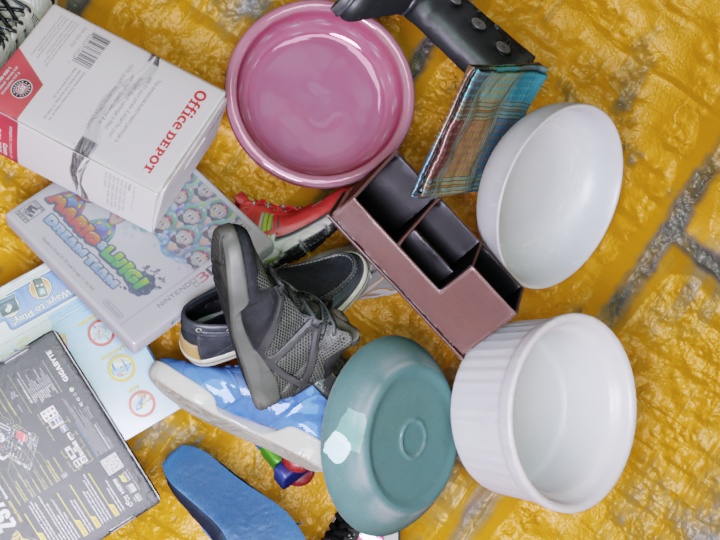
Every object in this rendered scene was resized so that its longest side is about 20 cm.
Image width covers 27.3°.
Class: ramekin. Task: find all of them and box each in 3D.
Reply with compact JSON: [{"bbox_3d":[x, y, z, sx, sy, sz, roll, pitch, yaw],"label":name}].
[{"bbox_3d":[0.184,0.143,1.513,0.200,0.098,0.201,1,88,-43],"label":"ramekin"}]

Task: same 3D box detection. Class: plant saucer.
[{"bbox_3d":[-0.045,-0.182,1.555,0.200,0.051,0.201,2,81,-11],"label":"plant saucer"},{"bbox_3d":[0.041,0.165,1.464,0.200,0.036,0.200,-2,93,-49],"label":"plant saucer"}]

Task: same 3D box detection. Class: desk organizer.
[{"bbox_3d":[0.068,-0.017,1.476,0.077,0.072,0.200,-39,100,24],"label":"desk organizer"}]

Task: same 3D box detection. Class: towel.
[{"bbox_3d":[0.123,-0.140,1.486,0.022,0.200,0.147,30,109,19],"label":"towel"}]

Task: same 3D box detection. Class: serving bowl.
[{"bbox_3d":[0.188,-0.085,1.552,0.200,0.066,0.200,-23,125,-37],"label":"serving bowl"}]

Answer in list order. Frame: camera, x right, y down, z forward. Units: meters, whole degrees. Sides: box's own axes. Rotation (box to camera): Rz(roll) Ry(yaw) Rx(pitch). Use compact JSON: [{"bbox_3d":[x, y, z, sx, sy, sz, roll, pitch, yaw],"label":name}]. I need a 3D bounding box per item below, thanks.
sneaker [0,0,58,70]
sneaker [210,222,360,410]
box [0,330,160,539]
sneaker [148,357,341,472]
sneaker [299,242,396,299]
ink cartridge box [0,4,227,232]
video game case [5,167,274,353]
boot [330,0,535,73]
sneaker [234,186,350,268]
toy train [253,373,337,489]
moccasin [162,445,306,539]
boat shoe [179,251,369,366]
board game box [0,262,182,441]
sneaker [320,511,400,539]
[{"bbox_3d":[-0.364,-0.227,1.487,0.076,0.088,0.200,26,80,-5],"label":"sneaker"},{"bbox_3d":[-0.070,0.029,1.352,0.114,0.076,0.199,-21,123,-8],"label":"sneaker"},{"bbox_3d":[-0.310,0.181,1.426,0.160,0.049,0.200,-33,92,-9],"label":"box"},{"bbox_3d":[-0.100,0.107,1.454,0.200,0.077,0.111,24,72,10],"label":"sneaker"},{"bbox_3d":[0.000,0.000,1.531,0.200,0.092,0.076,-26,90,-12],"label":"sneaker"},{"bbox_3d":[-0.254,-0.150,1.465,0.200,0.083,0.147,28,58,3],"label":"ink cartridge box"},{"bbox_3d":[-0.219,-0.037,1.471,0.182,0.024,0.200,-38,69,-25],"label":"video game case"},{"bbox_3d":[0.081,-0.247,1.550,0.200,0.066,0.165,46,45,-5],"label":"boot"},{"bbox_3d":[-0.095,-0.049,1.530,0.200,0.077,0.085,-26,81,-14],"label":"sneaker"},{"bbox_3d":[-0.032,0.123,1.529,0.200,0.085,0.116,-37,76,-14],"label":"toy train"},{"bbox_3d":[-0.114,0.251,1.479,0.080,0.068,0.200,-37,71,-17],"label":"moccasin"},{"bbox_3d":[-0.084,0.027,1.429,0.200,0.062,0.075,-22,47,-11],"label":"boat shoe"},{"bbox_3d":[-0.313,0.103,1.484,0.200,0.056,0.196,-29,91,-11],"label":"board game box"},{"bbox_3d":[-0.027,0.284,1.511,0.121,0.084,0.200,-2,87,-20],"label":"sneaker"}]
